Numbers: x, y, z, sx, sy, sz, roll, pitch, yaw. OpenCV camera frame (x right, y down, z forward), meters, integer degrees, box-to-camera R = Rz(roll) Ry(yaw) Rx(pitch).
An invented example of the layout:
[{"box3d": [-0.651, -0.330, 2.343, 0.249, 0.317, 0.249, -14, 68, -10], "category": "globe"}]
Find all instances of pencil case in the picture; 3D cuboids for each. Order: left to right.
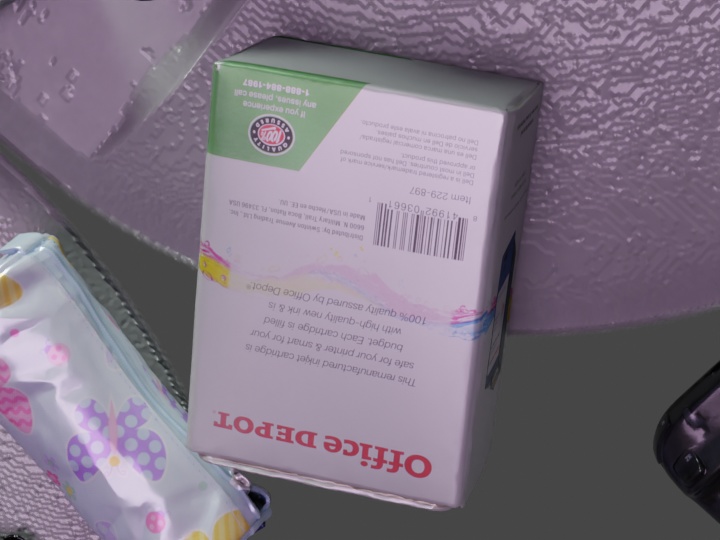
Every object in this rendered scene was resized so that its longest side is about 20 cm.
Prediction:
[{"box3d": [-0.134, 0.077, 0.947, 0.200, 0.083, 0.091, 50, 137, -1], "category": "pencil case"}]

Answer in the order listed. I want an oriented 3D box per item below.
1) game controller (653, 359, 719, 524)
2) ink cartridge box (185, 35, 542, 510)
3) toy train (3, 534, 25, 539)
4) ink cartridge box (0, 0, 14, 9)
[{"box3d": [0.235, 0.054, 0.861, 0.104, 0.042, 0.200, 38, 115, -13], "category": "game controller"}, {"box3d": [0.000, 0.000, 0.883, 0.144, 0.088, 0.202, 10, 108, 14], "category": "ink cartridge box"}, {"box3d": [-0.146, 0.189, 1.014, 0.198, 0.034, 0.046, 15, 123, 13], "category": "toy train"}, {"box3d": [-0.269, -0.187, 0.928, 0.199, 0.044, 0.175, -25, 98, 22], "category": "ink cartridge box"}]
